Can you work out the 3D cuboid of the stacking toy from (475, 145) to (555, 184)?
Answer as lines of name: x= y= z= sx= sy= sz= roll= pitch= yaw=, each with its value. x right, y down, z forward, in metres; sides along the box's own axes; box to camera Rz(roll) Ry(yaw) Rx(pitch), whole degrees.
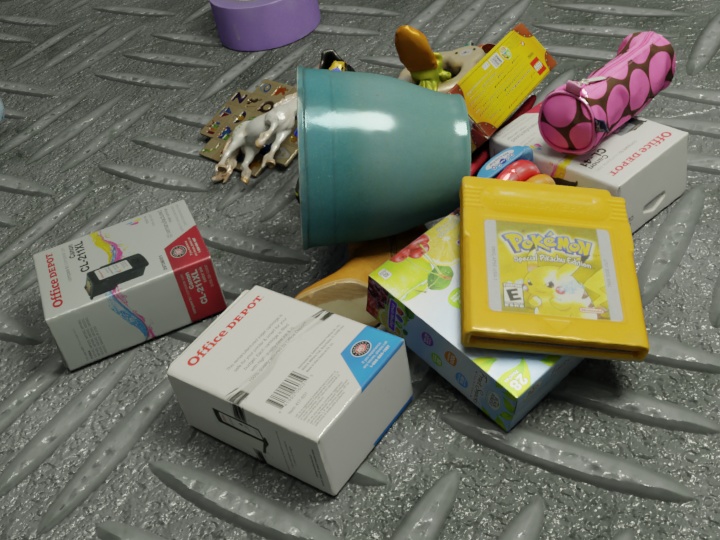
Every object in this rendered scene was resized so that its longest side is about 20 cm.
stacking toy: x=0.219 y=-0.044 z=1.022 sx=0.116 sy=0.110 sz=0.200 roll=-35 pitch=55 yaw=-26

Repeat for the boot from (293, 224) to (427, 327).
boot: x=0.000 y=-0.001 z=1.048 sx=0.199 sy=0.071 sz=0.144 roll=-15 pitch=33 yaw=-11

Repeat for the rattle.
rattle: x=0.131 y=-0.350 z=1.386 sx=0.199 sy=0.144 sz=0.130 roll=-39 pitch=26 yaw=-21

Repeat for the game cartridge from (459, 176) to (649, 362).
game cartridge: x=0.185 y=-0.007 z=0.892 sx=0.174 sy=0.033 sz=0.202 roll=5 pitch=53 yaw=-1

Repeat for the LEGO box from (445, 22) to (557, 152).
LEGO box: x=0.149 y=-0.216 z=1.194 sx=0.200 sy=0.077 sz=0.149 roll=-47 pitch=5 yaw=-35

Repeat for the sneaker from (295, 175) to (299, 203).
sneaker: x=0.004 y=-0.140 z=1.218 sx=0.076 sy=0.076 sz=0.200 roll=31 pitch=65 yaw=31

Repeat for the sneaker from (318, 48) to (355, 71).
sneaker: x=-0.028 y=-0.262 z=1.352 sx=0.069 sy=0.091 sz=0.201 roll=-17 pitch=38 yaw=-6

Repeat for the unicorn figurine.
unicorn figurine: x=-0.126 y=-0.194 z=1.273 sx=0.198 sy=0.074 sz=0.138 roll=-6 pitch=45 yaw=27

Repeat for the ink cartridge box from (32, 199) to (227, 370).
ink cartridge box: x=-0.279 y=0.014 z=1.084 sx=0.198 sy=0.083 sz=0.146 roll=-22 pitch=40 yaw=-12

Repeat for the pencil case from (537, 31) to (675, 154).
pencil case: x=0.297 y=-0.216 z=1.067 sx=0.090 sy=0.094 sz=0.200 roll=22 pitch=46 yaw=35

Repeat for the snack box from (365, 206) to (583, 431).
snack box: x=0.132 y=0.036 z=0.920 sx=0.168 sy=0.068 sz=0.200 roll=-37 pitch=61 yaw=-28

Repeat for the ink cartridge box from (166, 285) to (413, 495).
ink cartridge box: x=-0.069 y=0.112 z=0.903 sx=0.198 sy=0.085 sz=0.146 roll=18 pitch=47 yaw=34

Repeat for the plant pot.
plant pot: x=0.024 y=-0.126 z=1.010 sx=0.185 sy=0.202 sz=0.201 roll=-1 pitch=38 yaw=-3

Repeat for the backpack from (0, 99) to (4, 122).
backpack: x=-0.701 y=-0.272 z=1.476 sx=0.145 sy=0.184 sz=0.201 roll=7 pitch=47 yaw=24

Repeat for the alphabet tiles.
alphabet tiles: x=-0.150 y=-0.218 z=1.362 sx=0.199 sy=0.006 sz=0.167 roll=24 pitch=67 yaw=37

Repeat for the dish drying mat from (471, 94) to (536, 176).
dish drying mat: x=0.170 y=-0.159 z=1.195 sx=0.018 sy=0.077 sz=0.200 roll=42 pitch=54 yaw=2

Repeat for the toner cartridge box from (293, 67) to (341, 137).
toner cartridge box: x=0.022 y=-0.158 z=1.133 sx=0.199 sy=0.095 sz=0.043 roll=35 pitch=31 yaw=7

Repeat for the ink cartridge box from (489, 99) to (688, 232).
ink cartridge box: x=0.279 y=-0.134 z=1.114 sx=0.147 sy=0.086 sz=0.199 roll=-34 pitch=42 yaw=-26

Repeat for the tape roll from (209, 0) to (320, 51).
tape roll: x=-0.178 y=-0.493 z=1.687 sx=0.197 sy=0.086 sz=0.201 roll=-8 pitch=39 yaw=6
